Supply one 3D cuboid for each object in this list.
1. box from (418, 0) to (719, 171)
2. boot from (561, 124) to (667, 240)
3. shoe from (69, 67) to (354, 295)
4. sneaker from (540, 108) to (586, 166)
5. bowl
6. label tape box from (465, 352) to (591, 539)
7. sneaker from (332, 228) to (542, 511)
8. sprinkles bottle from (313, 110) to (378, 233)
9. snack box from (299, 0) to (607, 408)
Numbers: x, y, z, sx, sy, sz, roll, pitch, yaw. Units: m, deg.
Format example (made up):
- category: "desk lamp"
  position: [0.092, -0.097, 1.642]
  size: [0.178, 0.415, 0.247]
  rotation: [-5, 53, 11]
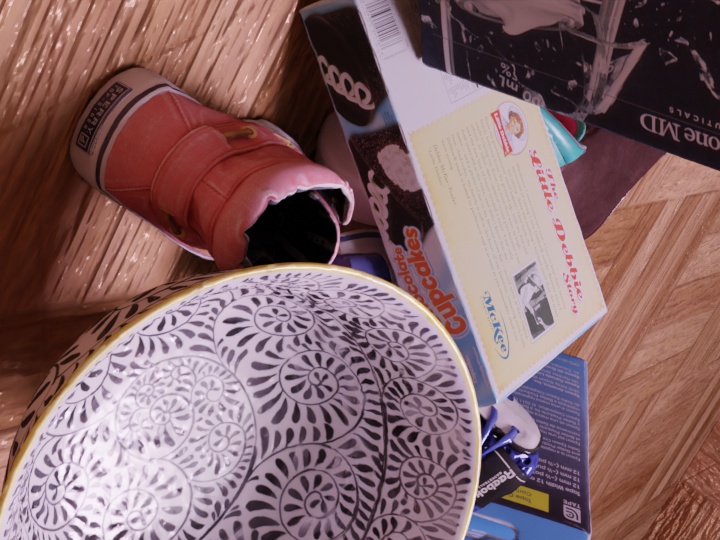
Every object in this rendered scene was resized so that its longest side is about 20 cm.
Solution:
- category: "box"
  position: [0.129, -0.166, 0.634]
  size: [0.124, 0.199, 0.198]
  rotation: [-39, 138, -33]
- category: "boot"
  position: [0.174, -0.095, 1.092]
  size: [0.166, 0.072, 0.201]
  rotation: [-24, 147, -58]
- category: "shoe"
  position: [-0.043, -0.024, 0.687]
  size: [0.072, 0.091, 0.200]
  rotation: [-56, 160, 3]
- category: "sneaker"
  position: [0.078, -0.055, 0.937]
  size: [0.121, 0.084, 0.200]
  rotation: [-41, 156, -11]
- category: "bowl"
  position: [-0.061, 0.077, 0.609]
  size: [0.199, 0.094, 0.202]
  rotation: [-12, 115, -28]
- category: "label tape box"
  position: [0.065, 0.119, 0.963]
  size: [0.201, 0.142, 0.066]
  rotation: [-80, -171, -52]
- category: "sneaker"
  position: [0.036, 0.060, 0.794]
  size: [0.080, 0.115, 0.199]
  rotation: [-42, 148, 9]
- category: "sprinkles bottle"
  position: [0.000, 0.000, 0.856]
  size: [0.068, 0.068, 0.201]
  rotation: [-40, 155, -35]
- category: "snack box"
  position: [0.050, -0.048, 0.757]
  size: [0.116, 0.037, 0.201]
  rotation: [-31, 104, -48]
